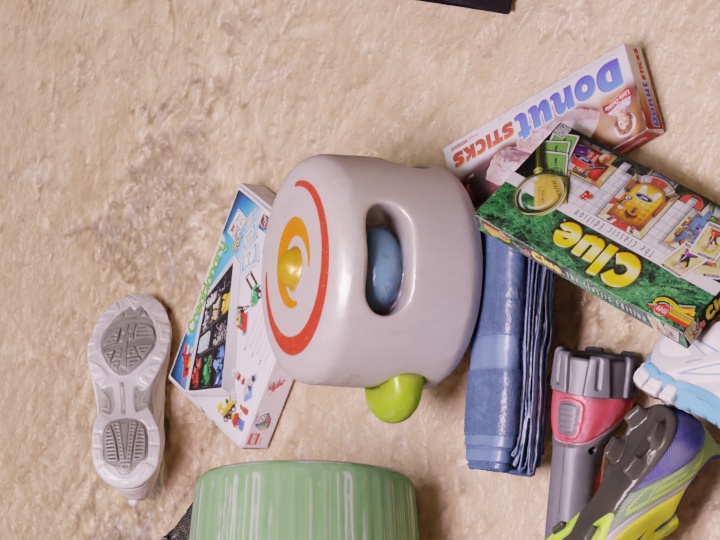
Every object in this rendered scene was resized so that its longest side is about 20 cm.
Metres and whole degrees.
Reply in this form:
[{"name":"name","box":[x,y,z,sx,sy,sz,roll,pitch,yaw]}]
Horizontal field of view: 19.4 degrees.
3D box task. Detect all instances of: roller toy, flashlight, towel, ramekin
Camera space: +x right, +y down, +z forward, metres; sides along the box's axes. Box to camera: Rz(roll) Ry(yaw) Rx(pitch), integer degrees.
[{"name":"roller toy","box":[0.000,0.000,1.661,0.200,0.139,0.183,-114,35,-48]},{"name":"flashlight","box":[0.166,0.159,1.561,0.068,0.067,0.202,-99,12,-84]},{"name":"towel","box":[0.116,0.056,1.612,0.112,0.048,0.202,168,105,-77]},{"name":"ramekin","box":[-0.045,0.213,1.688,0.199,0.199,0.098,-15,69,45]}]

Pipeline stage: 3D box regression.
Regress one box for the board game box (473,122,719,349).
[{"name":"board game box","box":[0.188,-0.029,1.516,0.199,0.024,0.105,31,71,35]}]

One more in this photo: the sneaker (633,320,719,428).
[{"name":"sneaker","box":[0.274,0.074,1.446,0.200,0.075,0.087,28,101,44]}]

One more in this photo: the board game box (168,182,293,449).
[{"name":"board game box","box":[-0.095,0.040,1.867,0.126,0.034,0.201,39,115,42]}]

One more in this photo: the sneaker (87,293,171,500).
[{"name":"sneaker","box":[-0.215,0.121,1.961,0.100,0.077,0.201,91,-178,-63]}]

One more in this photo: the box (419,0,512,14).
[{"name":"box","box":[0.029,-0.317,1.644,0.123,0.199,0.200,17,98,47]}]

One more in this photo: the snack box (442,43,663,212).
[{"name":"snack box","box":[0.146,-0.100,1.627,0.200,0.024,0.072,-29,67,42]}]

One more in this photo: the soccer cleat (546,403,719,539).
[{"name":"soccer cleat","box":[0.185,0.188,1.500,0.201,0.083,0.065,-57,28,10]}]

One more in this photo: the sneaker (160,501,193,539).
[{"name":"sneaker","box":[-0.181,0.279,1.885,0.076,0.114,0.200,50,120,34]}]
